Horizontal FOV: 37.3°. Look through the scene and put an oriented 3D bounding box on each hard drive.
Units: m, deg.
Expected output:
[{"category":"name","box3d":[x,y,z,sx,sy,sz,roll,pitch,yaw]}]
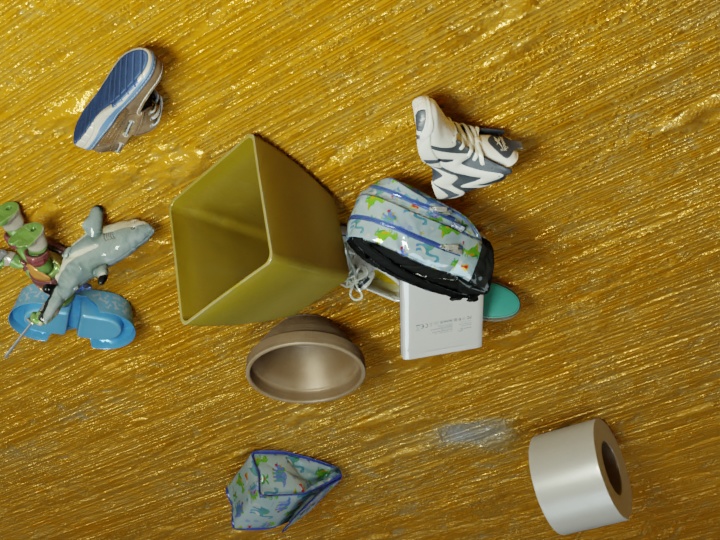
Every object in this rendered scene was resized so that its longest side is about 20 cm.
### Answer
[{"category":"hard drive","box3d":[0.125,0.040,1.646,0.131,0.025,0.201,-9,121,-11]}]

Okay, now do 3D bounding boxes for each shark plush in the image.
[{"category":"shark plush","box3d":[-0.387,-0.010,1.518,0.083,0.200,0.091,28,143,28]}]

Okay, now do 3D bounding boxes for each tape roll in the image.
[{"category":"tape roll","box3d":[0.434,0.405,2.101,0.139,0.203,0.203,-20,141,24]}]

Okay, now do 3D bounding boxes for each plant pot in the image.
[{"category":"plant pot","box3d":[-0.092,0.137,1.797,0.200,0.093,0.201,-2,145,-1]},{"category":"plant pot","box3d":[-0.130,-0.036,1.485,0.176,0.201,0.200,17,141,-41]}]

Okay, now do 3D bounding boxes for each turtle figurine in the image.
[{"category":"turtle figurine","box3d":[-0.501,0.012,1.557,0.199,0.144,0.194,-11,137,-6]}]

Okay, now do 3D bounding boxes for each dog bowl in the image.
[{"category":"dog bowl","box3d":[-0.463,0.071,1.725,0.199,0.050,0.112,9,143,-16]}]

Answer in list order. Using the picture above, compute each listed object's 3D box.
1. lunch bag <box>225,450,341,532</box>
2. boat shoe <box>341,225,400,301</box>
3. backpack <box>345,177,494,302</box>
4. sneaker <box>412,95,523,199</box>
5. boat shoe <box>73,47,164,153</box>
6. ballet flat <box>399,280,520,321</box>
[{"category":"lunch bag","box3d":[-0.158,0.463,2.228,0.199,0.128,0.170,4,144,-30]},{"category":"boat shoe","box3d":[-0.003,0.003,1.620,0.202,0.086,0.075,27,135,-34]},{"category":"backpack","box3d":[0.077,-0.043,1.497,0.199,0.155,0.163,9,179,-12]},{"category":"sneaker","box3d":[0.144,-0.169,1.398,0.129,0.080,0.199,-11,143,11]},{"category":"boat shoe","box3d":[-0.288,-0.210,1.337,0.072,0.073,0.200,18,150,-32]},{"category":"ballet flat","box3d":[0.157,0.046,1.723,0.199,0.068,0.064,5,172,-8]}]
